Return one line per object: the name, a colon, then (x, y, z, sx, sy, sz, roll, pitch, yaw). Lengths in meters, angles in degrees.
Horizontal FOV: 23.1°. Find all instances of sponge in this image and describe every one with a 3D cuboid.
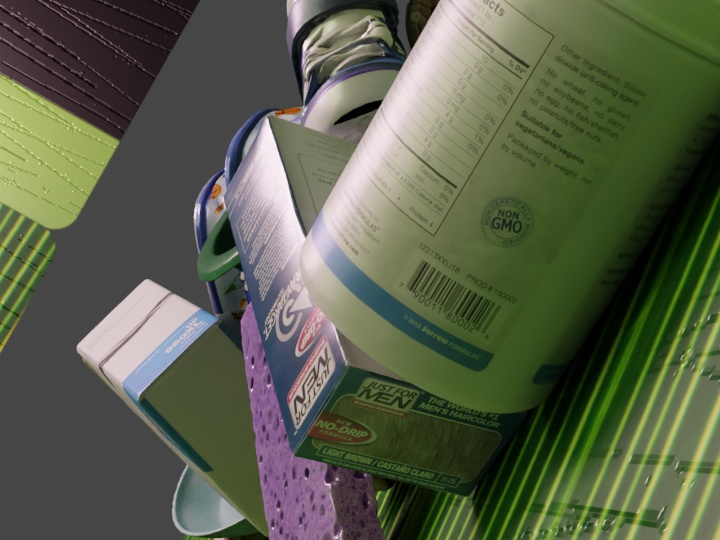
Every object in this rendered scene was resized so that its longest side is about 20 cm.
sponge: (-0.029, 0.096, 0.966, 0.112, 0.030, 0.201, 124, 141, -57)

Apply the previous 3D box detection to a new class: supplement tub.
supplement tub: (0.072, -0.052, 0.753, 0.201, 0.132, 0.132, -59, 5, 18)

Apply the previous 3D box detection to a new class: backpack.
backpack: (-0.038, -0.033, 1.351, 0.200, 0.153, 0.192, -56, -37, -67)

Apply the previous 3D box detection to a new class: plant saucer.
plant saucer: (-0.062, 0.138, 1.373, 0.200, 0.036, 0.200, -37, 21, 17)

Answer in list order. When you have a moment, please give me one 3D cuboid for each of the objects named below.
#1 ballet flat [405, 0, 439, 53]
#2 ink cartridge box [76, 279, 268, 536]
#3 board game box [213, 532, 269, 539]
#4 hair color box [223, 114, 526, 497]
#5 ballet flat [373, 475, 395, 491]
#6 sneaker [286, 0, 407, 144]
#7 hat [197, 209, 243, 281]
ballet flat: (0.085, -0.152, 1.133, 0.200, 0.046, 0.068, -8, -90, -62)
ink cartridge box: (-0.115, 0.095, 1.297, 0.084, 0.145, 0.200, -45, 21, -10)
board game box: (-0.108, 0.258, 1.416, 0.152, 0.046, 0.200, -57, 6, 46)
hair color box: (0.001, 0.013, 0.870, 0.061, 0.100, 0.200, -58, 30, 28)
ballet flat: (0.002, 0.070, 1.105, 0.067, 0.068, 0.200, -14, 22, 18)
sneaker: (-0.013, -0.133, 1.027, 0.080, 0.147, 0.200, -20, -9, 4)
hat: (0.000, 0.000, 1.208, 0.200, 0.176, 0.166, -44, 15, 18)
